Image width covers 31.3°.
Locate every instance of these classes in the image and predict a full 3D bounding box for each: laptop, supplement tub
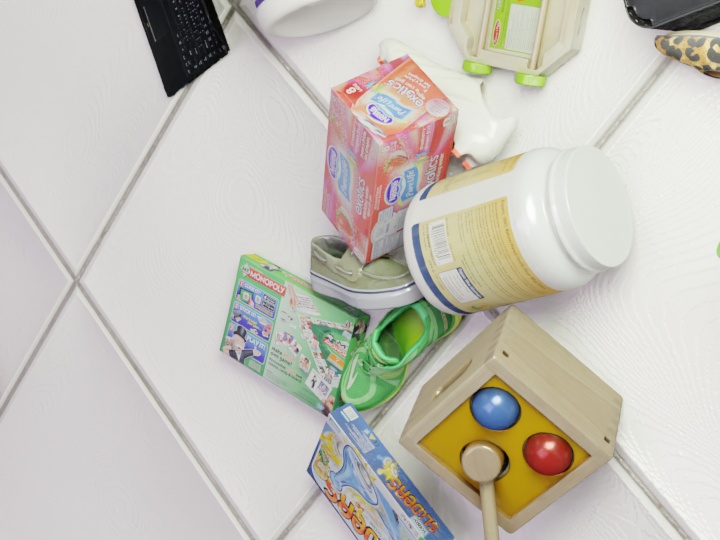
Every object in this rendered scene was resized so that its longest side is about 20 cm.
[{"bbox_3d":[-0.243,-0.342,1.620,0.200,0.103,0.178,-28,77,38],"label":"laptop"},{"bbox_3d":[-0.069,-0.378,1.445,0.145,0.145,0.201,-20,83,39],"label":"supplement tub"},{"bbox_3d":[0.158,-0.041,1.298,0.199,0.144,0.145,-16,85,40],"label":"supplement tub"}]

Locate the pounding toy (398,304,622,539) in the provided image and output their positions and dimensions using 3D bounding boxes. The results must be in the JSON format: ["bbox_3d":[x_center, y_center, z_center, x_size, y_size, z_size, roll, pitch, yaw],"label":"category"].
[{"bbox_3d":[0.147,0.185,1.308,0.184,0.142,0.200,40,124,-6],"label":"pounding toy"}]

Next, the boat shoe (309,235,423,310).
[{"bbox_3d":[0.000,0.000,1.458,0.200,0.072,0.062,9,120,52],"label":"boat shoe"}]

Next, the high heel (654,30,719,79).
[{"bbox_3d":[0.346,-0.137,1.176,0.199,0.071,0.143,21,102,27],"label":"high heel"}]

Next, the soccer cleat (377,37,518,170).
[{"bbox_3d":[0.093,-0.193,1.394,0.078,0.069,0.200,-41,60,5],"label":"soccer cleat"}]

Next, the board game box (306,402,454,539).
[{"bbox_3d":[0.019,0.269,1.492,0.200,0.034,0.136,50,146,24],"label":"board game box"}]

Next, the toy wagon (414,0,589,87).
[{"bbox_3d":[0.146,-0.282,1.349,0.199,0.039,0.156,20,107,37],"label":"toy wagon"}]

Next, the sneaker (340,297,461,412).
[{"bbox_3d":[0.030,0.087,1.459,0.074,0.083,0.200,54,125,21],"label":"sneaker"}]

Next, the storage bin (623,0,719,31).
[{"bbox_3d":[0.303,-0.331,1.178,0.135,0.094,0.201,-16,84,39],"label":"storage bin"}]

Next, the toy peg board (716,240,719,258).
[{"bbox_3d":[0.398,0.003,1.071,0.200,0.098,0.200,-47,28,33],"label":"toy peg board"}]

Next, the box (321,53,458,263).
[{"bbox_3d":[0.026,-0.115,1.369,0.095,0.102,0.200,51,155,27],"label":"box"}]

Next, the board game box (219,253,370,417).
[{"bbox_3d":[-0.085,0.078,1.588,0.200,0.029,0.135,28,111,34],"label":"board game box"}]
